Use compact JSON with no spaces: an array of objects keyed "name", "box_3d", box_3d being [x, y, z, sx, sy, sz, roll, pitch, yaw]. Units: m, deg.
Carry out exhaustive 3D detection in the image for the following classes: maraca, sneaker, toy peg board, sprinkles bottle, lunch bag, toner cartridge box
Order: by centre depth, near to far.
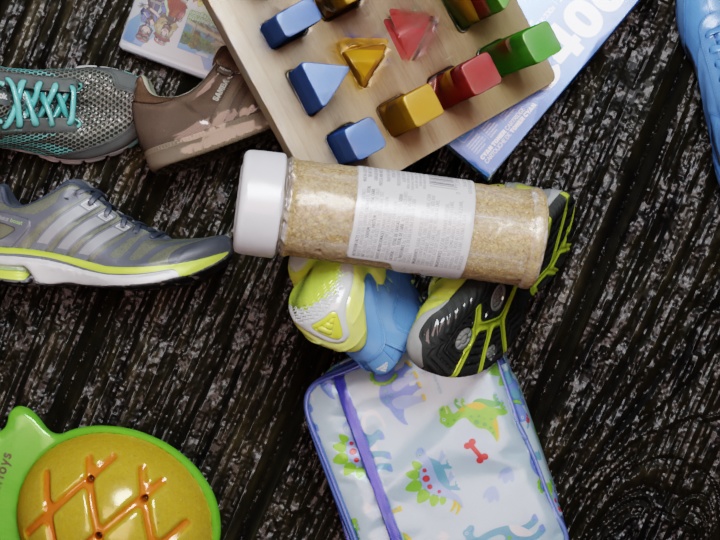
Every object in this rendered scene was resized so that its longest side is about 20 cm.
[{"name":"sprinkles bottle","box_3d":[0.019,-0.033,1.004,0.200,0.068,0.068,7,91,-5]},{"name":"toy peg board","box_3d":[0.019,-0.175,1.034,0.199,0.098,0.200,-30,96,-15]},{"name":"sneaker","box_3d":[0.080,0.006,1.092,0.076,0.200,0.076,16,129,27]},{"name":"sneaker","box_3d":[0.000,0.000,1.103,0.076,0.200,0.105,-28,121,27]},{"name":"sneaker","box_3d":[0.276,-0.136,1.112,0.066,0.078,0.200,-13,89,6]},{"name":"sneaker","box_3d":[-0.069,-0.135,1.114,0.200,0.070,0.076,-19,87,-2]},{"name":"lunch bag","box_3d":[0.054,0.146,1.131,0.160,0.082,0.200,-19,89,7]},{"name":"maraca","box_3d":[-0.200,0.176,1.132,0.200,0.107,0.137,19,91,4]},{"name":"toner cartridge box","box_3d":[0.123,-0.172,1.138,0.095,0.043,0.200,40,93,3]},{"name":"sneaker","box_3d":[-0.253,-0.117,1.139,0.200,0.091,0.078,-2,92,4]},{"name":"sneaker","box_3d":[-0.193,-0.027,1.148,0.200,0.074,0.081,2,88,2]}]

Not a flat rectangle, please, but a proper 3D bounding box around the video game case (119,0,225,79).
[{"name":"video game case","box_3d":[-0.058,-0.218,1.160,0.200,0.022,0.183,20,92,2]}]
